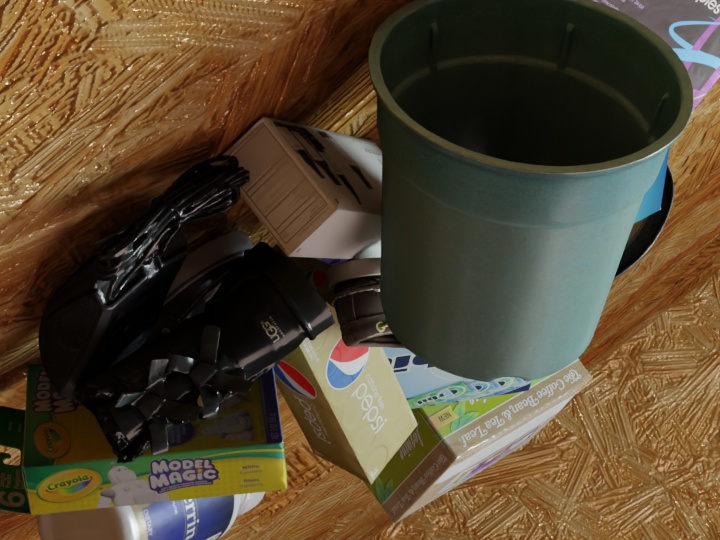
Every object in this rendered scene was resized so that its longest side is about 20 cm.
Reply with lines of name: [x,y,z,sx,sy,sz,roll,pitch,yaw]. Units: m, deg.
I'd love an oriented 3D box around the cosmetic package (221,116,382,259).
cosmetic package: [-0.017,-0.053,1.232,0.051,0.083,0.200,-40,167,16]

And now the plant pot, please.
plant pot: [0.094,-0.047,1.155,0.200,0.200,0.197,-27,141,-35]

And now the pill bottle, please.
pill bottle: [-0.178,0.199,1.590,0.200,0.116,0.116,-21,159,-52]

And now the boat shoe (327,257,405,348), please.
boat shoe: [0.053,0.037,1.309,0.072,0.060,0.200,-18,159,37]

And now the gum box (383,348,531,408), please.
gum box: [0.071,0.052,1.475,0.169,0.045,0.200,-8,153,-11]

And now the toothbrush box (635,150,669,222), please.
toothbrush box: [0.153,-0.095,1.388,0.200,0.085,0.147,-27,131,-41]

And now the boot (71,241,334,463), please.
boot: [-0.106,0.055,1.187,0.162,0.073,0.198,-34,-173,-7]

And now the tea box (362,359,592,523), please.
tea box: [0.069,0.093,1.688,0.200,0.197,0.134,-26,163,-40]

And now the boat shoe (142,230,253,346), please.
boat shoe: [-0.143,0.055,1.303,0.200,0.066,0.070,-40,166,9]

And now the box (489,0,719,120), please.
box: [0.193,-0.165,1.246,0.143,0.036,0.200,29,103,-33]

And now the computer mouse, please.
computer mouse: [-0.155,0.006,1.145,0.138,0.053,0.200,-39,168,-45]

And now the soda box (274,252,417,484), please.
soda box: [-0.023,0.076,1.378,0.068,0.064,0.200,-50,142,-22]

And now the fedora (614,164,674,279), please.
fedora: [0.168,-0.068,1.562,0.200,0.201,0.092,-36,136,-4]

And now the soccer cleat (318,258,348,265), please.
soccer cleat: [0.000,0.000,1.485,0.073,0.068,0.200,-39,163,19]

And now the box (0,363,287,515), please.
box: [-0.154,0.107,1.229,0.199,0.117,0.049,-7,125,-4]
